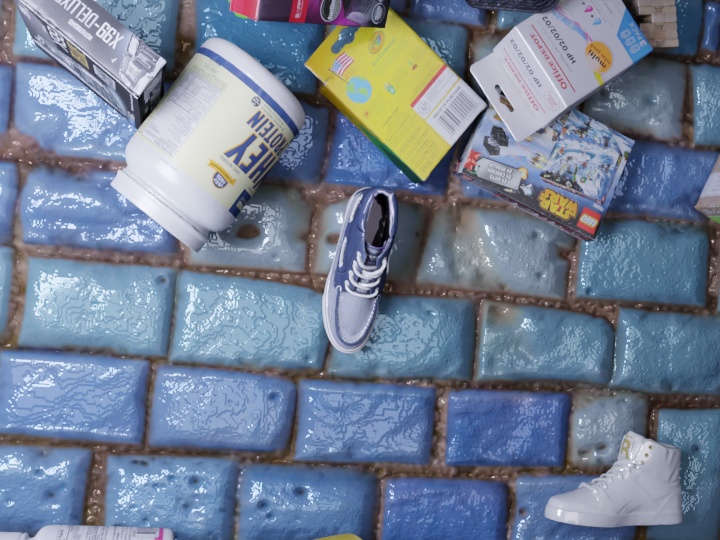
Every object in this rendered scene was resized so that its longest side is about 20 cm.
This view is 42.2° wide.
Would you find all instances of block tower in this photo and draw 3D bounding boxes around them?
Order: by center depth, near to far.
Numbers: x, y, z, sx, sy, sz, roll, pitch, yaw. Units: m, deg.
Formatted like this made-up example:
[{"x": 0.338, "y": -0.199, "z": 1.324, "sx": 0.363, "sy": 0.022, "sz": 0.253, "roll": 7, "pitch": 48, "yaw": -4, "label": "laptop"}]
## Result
[{"x": 0.360, "y": -0.381, "z": 1.183, "sx": 0.056, "sy": 0.054, "sz": 0.205, "roll": -4, "pitch": 92, "yaw": -11, "label": "block tower"}]

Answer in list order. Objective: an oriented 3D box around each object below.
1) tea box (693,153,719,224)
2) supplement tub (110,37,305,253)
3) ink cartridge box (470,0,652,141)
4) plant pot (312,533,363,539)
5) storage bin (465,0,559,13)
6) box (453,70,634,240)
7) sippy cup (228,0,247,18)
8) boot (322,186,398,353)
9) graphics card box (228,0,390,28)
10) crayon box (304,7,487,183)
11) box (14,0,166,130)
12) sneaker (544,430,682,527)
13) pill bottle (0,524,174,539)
[{"x": 0.564, "y": -0.093, "z": 1.157, "sx": 0.194, "sy": 0.200, "sz": 0.136, "roll": 29, "pitch": 87, "yaw": -9, "label": "tea box"}, {"x": -0.171, "y": -0.138, "z": 1.044, "sx": 0.144, "sy": 0.145, "sz": 0.202, "roll": 37, "pitch": 85, "yaw": -9, "label": "supplement tub"}, {"x": 0.243, "y": -0.257, "z": 1.129, "sx": 0.198, "sy": 0.068, "sz": 0.116, "roll": -34, "pitch": 89, "yaw": -22, "label": "ink cartridge box"}, {"x": 0.032, "y": 0.401, "z": 1.083, "sx": 0.185, "sy": 0.200, "sz": 0.206, "roll": -5, "pitch": 93, "yaw": -25, "label": "plant pot"}, {"x": 0.186, "y": -0.418, "z": 1.091, "sx": 0.093, "sy": 0.133, "sz": 0.204, "roll": 27, "pitch": 81, "yaw": -54, "label": "storage bin"}, {"x": 0.231, "y": -0.141, "z": 1.173, "sx": 0.197, "sy": 0.040, "sz": 0.139, "roll": 25, "pitch": 86, "yaw": -11, "label": "box"}, {"x": -0.106, "y": -0.360, "z": 1.047, "sx": 0.178, "sy": 0.139, "sz": 0.131, "roll": -43, "pitch": 136, "yaw": -17, "label": "sippy cup"}, {"x": 0.000, "y": 0.000, "z": 1.107, "sx": 0.071, "sy": 0.090, "sz": 0.205, "roll": 7, "pitch": 90, "yaw": -11, "label": "boot"}, {"x": -0.042, "y": -0.328, "z": 0.991, "sx": 0.198, "sy": 0.050, "sz": 0.128, "roll": -11, "pitch": 120, "yaw": -46, "label": "graphics card box"}, {"x": 0.040, "y": -0.221, "z": 1.129, "sx": 0.200, "sy": 0.051, "sz": 0.127, "roll": 43, "pitch": 84, "yaw": -10, "label": "crayon box"}, {"x": -0.281, "y": -0.232, "z": 0.991, "sx": 0.157, "sy": 0.200, "sz": 0.050, "roll": 39, "pitch": 81, "yaw": -10, "label": "box"}, {"x": 0.323, "y": 0.263, "z": 1.192, "sx": 0.196, "sy": 0.073, "sz": 0.119, "roll": 2, "pitch": 90, "yaw": -21, "label": "sneaker"}, {"x": -0.312, "y": 0.346, "z": 1.047, "sx": 0.195, "sy": 0.113, "sz": 0.116, "roll": 5, "pitch": 91, "yaw": -10, "label": "pill bottle"}]
